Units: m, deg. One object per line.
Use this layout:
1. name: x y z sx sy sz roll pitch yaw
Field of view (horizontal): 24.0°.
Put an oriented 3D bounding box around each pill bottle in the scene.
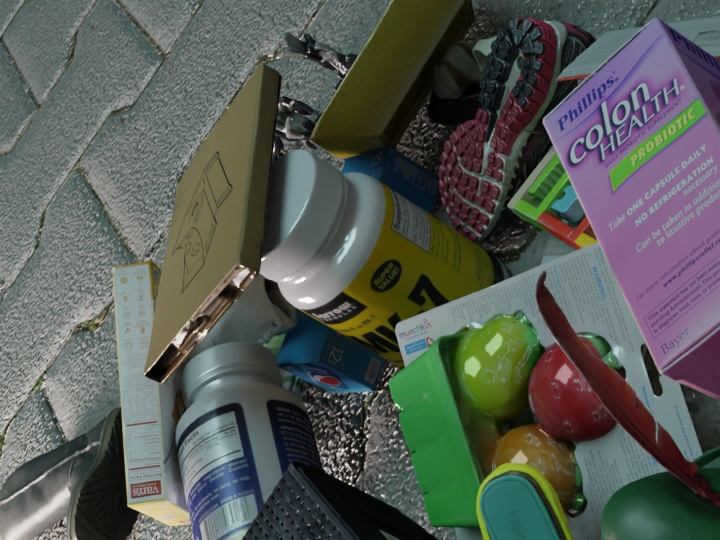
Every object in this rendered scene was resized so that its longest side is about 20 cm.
1. pill bottle: -0.086 0.160 1.340 0.111 0.111 0.200 -40 47 29
2. pill bottle: 0.009 -0.004 1.289 0.114 0.200 0.115 -36 37 34

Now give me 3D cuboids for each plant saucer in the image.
1. plant saucer: 0.039 -0.177 1.440 0.200 0.048 0.200 -59 -5 3

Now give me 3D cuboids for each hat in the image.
1. hat: 0.158 0.145 0.941 0.166 0.176 0.200 -54 38 12

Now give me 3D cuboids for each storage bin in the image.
1. storage bin: 0.010 0.227 1.149 0.094 0.135 0.200 -57 31 5

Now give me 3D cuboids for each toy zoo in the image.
1. toy zoo: 0.193 -0.068 1.207 0.131 0.020 0.200 -52 27 0

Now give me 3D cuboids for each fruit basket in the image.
1. fruit basket: 0.125 0.092 1.119 0.200 0.094 0.186 -23 79 30

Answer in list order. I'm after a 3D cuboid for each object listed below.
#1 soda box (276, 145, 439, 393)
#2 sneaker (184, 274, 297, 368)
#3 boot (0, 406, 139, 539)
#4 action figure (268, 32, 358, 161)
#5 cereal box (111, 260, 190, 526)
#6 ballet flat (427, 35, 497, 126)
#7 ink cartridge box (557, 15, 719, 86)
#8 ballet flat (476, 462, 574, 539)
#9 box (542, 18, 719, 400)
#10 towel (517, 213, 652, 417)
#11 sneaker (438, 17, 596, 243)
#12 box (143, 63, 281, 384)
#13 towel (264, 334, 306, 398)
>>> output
1. soda box: 0.000 0.000 1.432 0.068 0.064 0.200 -10 56 54
2. sneaker: -0.094 0.044 1.412 0.075 0.088 0.200 -65 -15 -49
3. boot: -0.295 0.229 1.659 0.200 0.073 0.182 -26 30 33
4. action figure: -0.048 -0.160 1.608 0.200 0.102 0.119 -38 35 37
5. cereal box: -0.166 0.106 1.419 0.039 0.144 0.201 -8 75 6
6. ballet flat: 0.108 -0.165 1.412 0.200 0.073 0.073 1 64 56
7. ink cartridge box: 0.203 -0.129 1.122 0.109 0.050 0.200 -6 14 20
8. ballet flat: 0.127 0.213 1.041 0.067 0.067 0.200 -22 79 13
9. box: 0.223 -0.019 0.983 0.097 0.176 0.200 -43 44 25
10. towel: 0.166 0.011 1.214 0.149 0.031 0.200 0 63 55
11. sneaker: 0.124 -0.101 1.320 0.081 0.075 0.200 57 135 38
12. box: -0.111 -0.035 1.282 0.164 0.021 0.200 -47 29 43
13. towel: -0.088 0.100 1.504 0.149 0.031 0.200 -8 60 55
